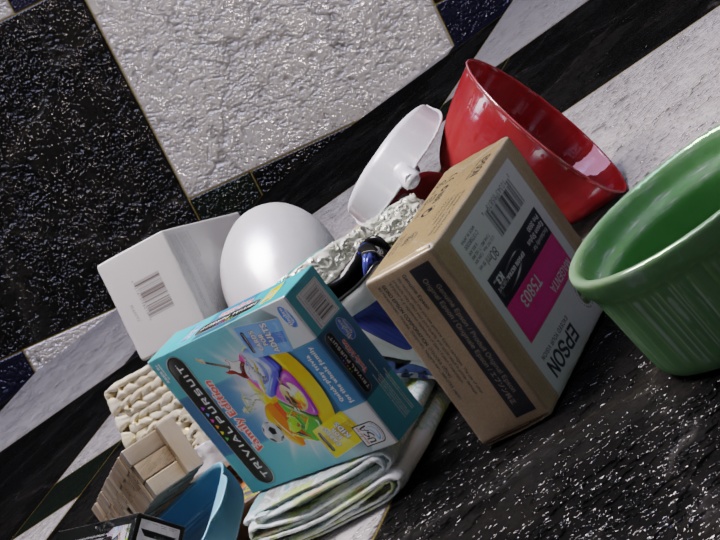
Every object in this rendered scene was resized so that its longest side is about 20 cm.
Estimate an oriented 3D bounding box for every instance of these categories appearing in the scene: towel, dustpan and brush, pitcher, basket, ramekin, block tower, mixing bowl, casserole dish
[{"bbox_3d":[-0.003,0.157,1.526,0.171,0.048,0.200,-30,14,30],"label":"towel"},{"bbox_3d":[0.038,-0.096,1.692,0.140,0.057,0.200,-54,-5,5],"label":"dustpan and brush"},{"bbox_3d":[-0.072,0.050,1.695,0.200,0.121,0.172,-112,34,-41],"label":"pitcher"},{"bbox_3d":[-0.139,0.127,1.770,0.200,0.124,0.135,-26,-2,-44],"label":"basket"},{"bbox_3d":[0.251,-0.019,1.217,0.200,0.098,0.200,-39,10,8],"label":"ramekin"},{"bbox_3d":[-0.202,0.204,1.639,0.058,0.054,0.200,-32,-12,-30],"label":"block tower"},{"bbox_3d":[0.152,-0.103,1.726,0.109,0.200,0.200,-52,6,18],"label":"mixing bowl"},{"bbox_3d":[-0.163,0.256,1.577,0.200,0.039,0.121,-45,22,35],"label":"casserole dish"}]

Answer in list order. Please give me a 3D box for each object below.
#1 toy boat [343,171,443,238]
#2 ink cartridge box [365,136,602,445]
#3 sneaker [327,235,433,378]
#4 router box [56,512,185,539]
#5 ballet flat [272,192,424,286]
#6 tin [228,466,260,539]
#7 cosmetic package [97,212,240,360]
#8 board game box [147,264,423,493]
[{"bbox_3d":[0.067,-0.008,1.768,0.200,0.131,0.131,-45,23,-25],"label":"toy boat"},{"bbox_3d":[0.109,0.012,1.403,0.075,0.165,0.200,-29,15,35],"label":"ink cartridge box"},{"bbox_3d":[0.043,0.029,1.502,0.198,0.116,0.081,-7,26,2],"label":"sneaker"},{"bbox_3d":[-0.229,0.297,1.536,0.200,0.051,0.150,-23,50,58],"label":"router box"},{"bbox_3d":[0.000,0.000,1.574,0.200,0.072,0.072,-37,8,-23],"label":"ballet flat"},{"bbox_3d":[-0.116,0.220,1.675,0.112,0.042,0.200,-43,10,-37],"label":"tin"},{"bbox_3d":[-0.167,0.013,1.766,0.085,0.108,0.200,-27,-3,18],"label":"cosmetic package"},{"bbox_3d":[-0.066,0.095,1.457,0.200,0.151,0.047,-26,16,46],"label":"board game box"}]
